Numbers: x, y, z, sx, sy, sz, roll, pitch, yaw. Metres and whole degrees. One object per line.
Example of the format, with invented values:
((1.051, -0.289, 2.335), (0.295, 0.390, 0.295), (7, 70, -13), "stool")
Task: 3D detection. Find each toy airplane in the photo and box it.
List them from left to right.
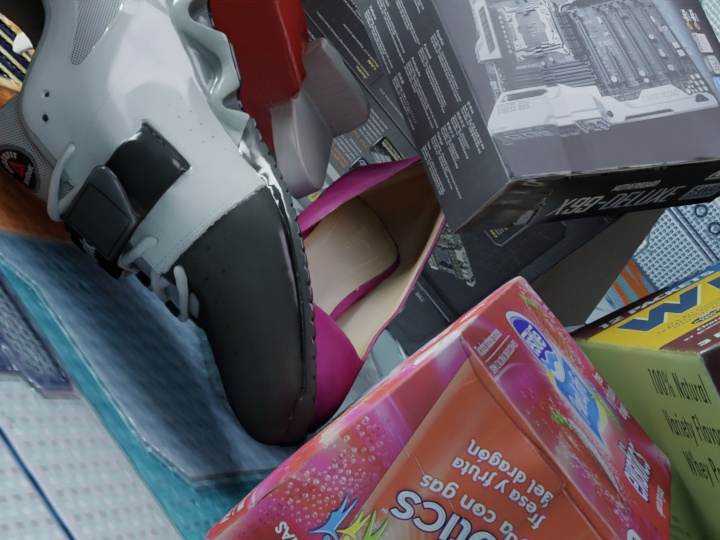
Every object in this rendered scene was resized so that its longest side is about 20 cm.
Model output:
((-0.075, -0.119, 0.749), (0.200, 0.141, 0.200), (27, 59, -78), "toy airplane")

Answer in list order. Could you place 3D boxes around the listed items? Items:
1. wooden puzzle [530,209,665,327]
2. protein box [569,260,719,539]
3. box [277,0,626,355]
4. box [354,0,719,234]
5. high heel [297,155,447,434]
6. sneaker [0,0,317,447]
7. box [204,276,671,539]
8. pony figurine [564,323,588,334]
((0.057, -0.065, 0.922), (0.200, 0.185, 0.046), (37, 42, 8), "wooden puzzle")
((0.199, 0.088, 0.688), (0.200, 0.135, 0.199), (64, -6, -2), "protein box")
((0.022, -0.072, 0.883), (0.200, 0.158, 0.048), (51, 46, 1), "box")
((0.076, -0.120, 0.802), (0.158, 0.050, 0.200), (-7, 66, -36), "box")
((0.000, 0.000, 0.705), (0.067, 0.096, 0.200), (50, 10, -3), "high heel")
((-0.075, -0.028, 0.591), (0.074, 0.088, 0.200), (115, -44, -62), "sneaker")
((0.035, 0.074, 0.592), (0.096, 0.100, 0.200), (51, 11, 3), "box")
((0.141, 0.088, 0.867), (0.200, 0.166, 0.193), (53, -32, 24), "pony figurine")
